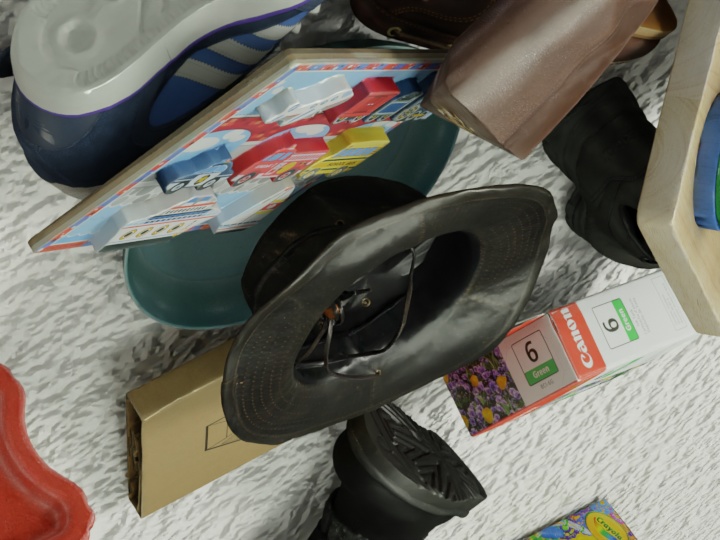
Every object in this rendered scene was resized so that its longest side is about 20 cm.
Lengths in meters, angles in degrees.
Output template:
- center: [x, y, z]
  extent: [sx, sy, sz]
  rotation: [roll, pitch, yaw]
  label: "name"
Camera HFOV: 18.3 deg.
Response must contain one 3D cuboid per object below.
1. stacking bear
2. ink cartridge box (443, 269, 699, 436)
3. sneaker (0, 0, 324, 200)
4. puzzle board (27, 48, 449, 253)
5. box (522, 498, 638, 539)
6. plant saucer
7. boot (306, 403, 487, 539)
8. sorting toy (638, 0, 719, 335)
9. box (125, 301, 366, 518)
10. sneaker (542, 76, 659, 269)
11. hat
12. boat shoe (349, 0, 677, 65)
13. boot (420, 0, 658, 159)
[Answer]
- center: [-0.227, 0.155, 1.164]
  extent: [0.114, 0.121, 0.200]
  rotation: [-21, 155, -31]
  label: "stacking bear"
- center: [0.114, 0.058, 1.390]
  extent: [0.200, 0.050, 0.109]
  rotation: [-19, 170, -42]
  label: "ink cartridge box"
- center: [-0.066, -0.107, 0.987]
  extent: [0.200, 0.081, 0.146]
  rotation: [-36, 164, -14]
  label: "sneaker"
- center: [-0.039, -0.052, 1.006]
  extent: [0.151, 0.017, 0.200]
  rotation: [-34, 170, 24]
  label: "puzzle board"
- center: [0.133, 0.313, 1.777]
  extent: [0.193, 0.122, 0.200]
  rotation: [-24, 150, -24]
  label: "box"
- center: [-0.038, -0.047, 1.146]
  extent: [0.200, 0.027, 0.200]
  rotation: [-28, 150, -17]
  label: "plant saucer"
- center: [-0.008, 0.169, 1.433]
  extent: [0.158, 0.079, 0.211]
  rotation: [-39, 158, 5]
  label: "boot"
- center: [0.221, -0.081, 1.198]
  extent: [0.200, 0.070, 0.199]
  rotation: [47, 57, -65]
  label: "sorting toy"
- center: [-0.044, 0.063, 1.286]
  extent: [0.200, 0.021, 0.164]
  rotation: [-27, 160, -17]
  label: "box"
- center: [0.167, -0.034, 1.327]
  extent: [0.076, 0.091, 0.200]
  rotation: [-40, 153, 4]
  label: "sneaker"
- center: [0.000, 0.000, 1.147]
  extent: [0.201, 0.081, 0.201]
  rotation: [-26, 149, -17]
  label: "hat"
- center: [0.076, -0.134, 1.104]
  extent: [0.200, 0.070, 0.070]
  rotation: [10, 132, -45]
  label: "boat shoe"
- center: [0.092, -0.134, 0.951]
  extent: [0.200, 0.064, 0.186]
  rotation: [-41, 152, 12]
  label: "boot"
